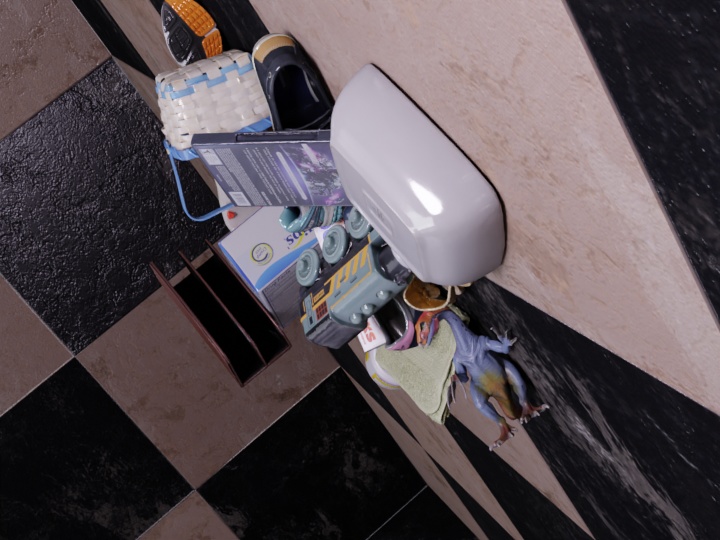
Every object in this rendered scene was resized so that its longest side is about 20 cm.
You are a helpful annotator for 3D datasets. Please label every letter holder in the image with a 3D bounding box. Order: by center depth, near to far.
[{"bbox_3d":[-0.208,0.051,1.522,0.200,0.100,0.142,48,170,20],"label":"letter holder"}]

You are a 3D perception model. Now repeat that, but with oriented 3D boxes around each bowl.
[{"bbox_3d":[0.044,-0.074,0.971,0.200,0.074,0.200,49,173,20],"label":"bowl"}]

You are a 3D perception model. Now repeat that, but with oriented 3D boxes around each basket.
[{"bbox_3d":[-0.178,-0.184,1.378,0.139,0.175,0.202,29,138,66],"label":"basket"}]

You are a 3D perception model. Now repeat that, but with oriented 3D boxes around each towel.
[{"bbox_3d":[0.079,0.096,1.359,0.036,0.150,0.200,5,-162,-25],"label":"towel"}]

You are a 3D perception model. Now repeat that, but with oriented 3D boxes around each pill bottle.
[{"bbox_3d":[0.061,0.145,1.719,0.105,0.104,0.200,50,172,5],"label":"pill bottle"}]

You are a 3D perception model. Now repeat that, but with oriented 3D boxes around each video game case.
[{"bbox_3d":[-0.072,-0.111,1.150,0.198,0.019,0.143,0,155,15],"label":"video game case"}]

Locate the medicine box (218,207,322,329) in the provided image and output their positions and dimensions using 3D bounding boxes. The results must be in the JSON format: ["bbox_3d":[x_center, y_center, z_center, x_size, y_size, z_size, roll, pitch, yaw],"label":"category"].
[{"bbox_3d":[-0.095,-0.029,1.537,0.103,0.182,0.200,47,171,18],"label":"medicine box"}]

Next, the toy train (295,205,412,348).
[{"bbox_3d":[-0.002,0.004,1.188,0.085,0.200,0.115,14,-130,-37],"label":"toy train"}]

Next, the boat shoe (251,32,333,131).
[{"bbox_3d":[-0.062,-0.168,1.139,0.062,0.074,0.201,57,173,47],"label":"boat shoe"}]

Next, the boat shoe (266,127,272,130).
[{"bbox_3d":[-0.183,-0.229,1.545,0.199,0.074,0.076,25,145,29],"label":"boat shoe"}]

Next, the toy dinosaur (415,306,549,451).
[{"bbox_3d":[0.133,0.120,1.233,0.182,0.105,0.200,54,175,5],"label":"toy dinosaur"}]

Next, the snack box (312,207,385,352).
[{"bbox_3d":[0.000,0.000,1.344,0.202,0.071,0.024,67,-167,5],"label":"snack box"}]

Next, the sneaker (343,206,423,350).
[{"bbox_3d":[0.025,0.005,1.270,0.070,0.082,0.201,-30,87,40],"label":"sneaker"}]

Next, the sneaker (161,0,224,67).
[{"bbox_3d":[-0.222,-0.301,1.449,0.201,0.075,0.092,58,174,-33],"label":"sneaker"}]

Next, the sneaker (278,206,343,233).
[{"bbox_3d":[-0.074,-0.125,1.251,0.078,0.086,0.202,46,153,45],"label":"sneaker"}]

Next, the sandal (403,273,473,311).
[{"bbox_3d":[0.078,0.011,1.163,0.078,0.069,0.212,51,172,0],"label":"sandal"}]

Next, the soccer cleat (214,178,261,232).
[{"bbox_3d":[-0.187,-0.140,1.513,0.078,0.069,0.202,-123,16,-62],"label":"soccer cleat"}]

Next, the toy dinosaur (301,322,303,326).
[{"bbox_3d":[-0.014,0.029,1.594,0.088,0.199,0.048,-29,85,46],"label":"toy dinosaur"}]
